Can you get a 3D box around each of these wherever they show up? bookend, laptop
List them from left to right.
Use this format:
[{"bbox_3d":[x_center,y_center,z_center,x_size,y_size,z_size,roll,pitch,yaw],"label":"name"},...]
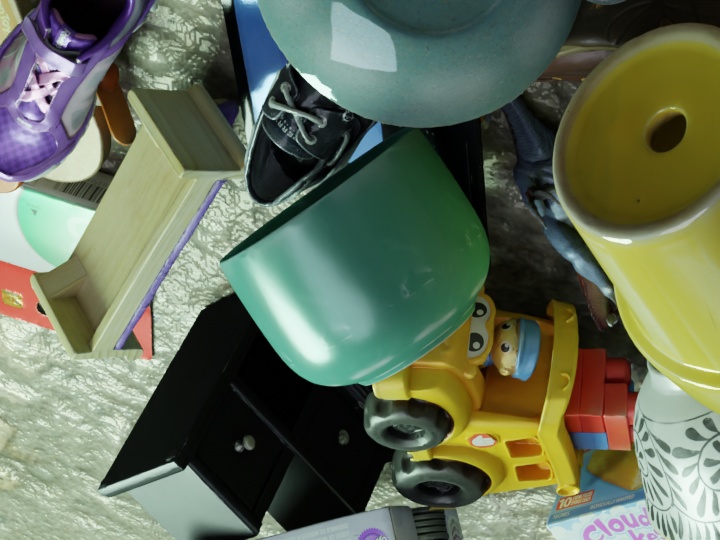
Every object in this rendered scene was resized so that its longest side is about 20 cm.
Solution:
[{"bbox_3d":[-0.071,0.150,1.273,0.092,0.201,0.199,-23,117,39],"label":"bookend"},{"bbox_3d":[-0.005,-0.105,1.071,0.102,0.200,0.178,-20,133,-13],"label":"laptop"}]

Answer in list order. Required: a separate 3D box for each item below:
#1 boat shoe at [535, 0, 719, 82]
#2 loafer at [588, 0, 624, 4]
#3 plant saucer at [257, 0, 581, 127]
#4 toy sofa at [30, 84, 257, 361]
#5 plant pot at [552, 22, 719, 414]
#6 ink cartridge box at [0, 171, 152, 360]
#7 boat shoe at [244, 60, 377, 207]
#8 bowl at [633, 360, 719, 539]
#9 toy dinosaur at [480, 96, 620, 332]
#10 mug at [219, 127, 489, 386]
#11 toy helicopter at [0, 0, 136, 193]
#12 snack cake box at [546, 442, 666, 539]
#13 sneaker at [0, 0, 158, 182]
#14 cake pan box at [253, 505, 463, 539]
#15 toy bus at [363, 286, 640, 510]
[{"bbox_3d":[0.161,-0.148,0.991,0.198,0.073,0.068,0,163,16],"label":"boat shoe"},{"bbox_3d":[0.117,-0.247,0.896,0.071,0.063,0.201,-11,116,31],"label":"loafer"},{"bbox_3d":[0.037,-0.184,0.930,0.200,0.202,0.039,33,175,-7],"label":"plant saucer"},{"bbox_3d":[-0.146,-0.031,1.169,0.083,0.097,0.201,55,127,29],"label":"toy sofa"},{"bbox_3d":[0.211,-0.037,0.924,0.199,0.203,0.188,-15,147,35],"label":"plant pot"},{"bbox_3d":[-0.249,-0.004,1.327,0.159,0.050,0.201,17,133,11],"label":"ink cartridge box"},{"bbox_3d":[-0.029,-0.102,1.031,0.072,0.068,0.200,48,149,5],"label":"boat shoe"},{"bbox_3d":[0.246,0.073,1.056,0.200,0.201,0.095,-24,111,39],"label":"bowl"},{"bbox_3d":[0.122,-0.048,1.084,0.182,0.105,0.200,45,147,7],"label":"toy dinosaur"},{"bbox_3d":[0.007,-0.004,1.026,0.151,0.185,0.115,-33,96,17],"label":"mug"},{"bbox_3d":[-0.229,-0.152,1.162,0.131,0.079,0.202,1,125,26],"label":"toy helicopter"},{"bbox_3d":[0.242,0.142,1.176,0.199,0.115,0.067,-23,118,38],"label":"snack cake box"},{"bbox_3d":[-0.198,-0.144,1.084,0.080,0.089,0.201,32,105,-9],"label":"sneaker"},{"bbox_3d":[-0.027,0.226,1.264,0.198,0.184,0.053,-17,78,18],"label":"cake pan box"},{"bbox_3d":[0.108,0.079,1.151,0.190,0.137,0.201,-1,148,18],"label":"toy bus"}]
